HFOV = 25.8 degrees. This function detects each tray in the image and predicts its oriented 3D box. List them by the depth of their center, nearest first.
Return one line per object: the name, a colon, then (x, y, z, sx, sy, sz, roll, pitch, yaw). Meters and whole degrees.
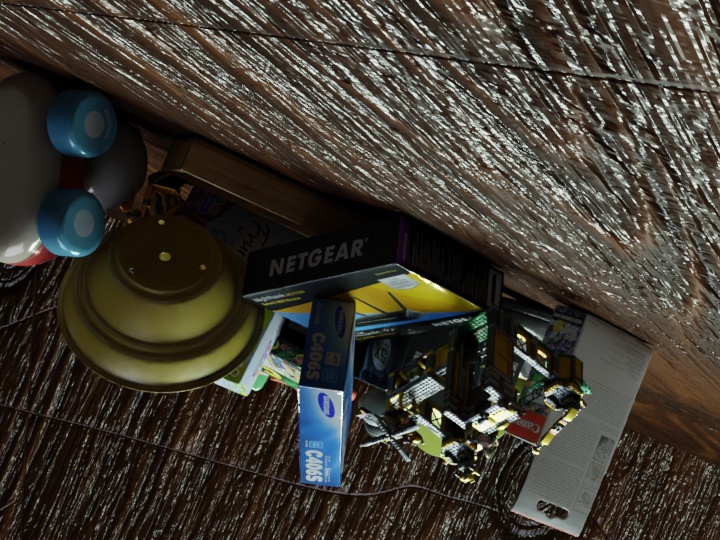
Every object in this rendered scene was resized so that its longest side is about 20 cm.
tray: (-0.084, -0.070, 1.496, 0.199, 0.037, 0.099, 24, 176, -18)

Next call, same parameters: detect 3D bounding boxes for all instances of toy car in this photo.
toy car: (-0.271, -0.088, 1.511, 0.183, 0.178, 0.199, 5, 179, 38)

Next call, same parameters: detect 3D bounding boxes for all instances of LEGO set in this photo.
LEGO set: (0.107, 0.136, 1.438, 0.199, 0.116, 0.154, -25, 126, 29)

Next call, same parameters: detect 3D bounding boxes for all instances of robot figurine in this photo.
robot figurine: (-0.157, -0.036, 1.678, 0.199, 0.146, 0.058, 14, 170, 4)

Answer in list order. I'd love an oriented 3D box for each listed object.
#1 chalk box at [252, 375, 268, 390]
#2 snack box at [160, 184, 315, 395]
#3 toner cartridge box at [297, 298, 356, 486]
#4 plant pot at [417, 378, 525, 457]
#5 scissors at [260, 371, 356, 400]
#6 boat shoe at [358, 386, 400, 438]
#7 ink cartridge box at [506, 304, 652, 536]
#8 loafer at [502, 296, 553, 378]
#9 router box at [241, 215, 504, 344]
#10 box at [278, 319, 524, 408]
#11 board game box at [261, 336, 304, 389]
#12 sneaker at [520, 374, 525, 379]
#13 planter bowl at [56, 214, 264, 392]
chalk box: (-0.097, 0.036, 1.779, 0.124, 0.201, 0.124, 24, 175, -28)
snack box: (-0.135, 0.007, 1.586, 0.141, 0.201, 0.053, 22, 164, 13)
toner cartridge box: (-0.032, 0.119, 1.497, 0.043, 0.096, 0.200, 6, 148, 2)
plant pot: (0.085, 0.098, 1.936, 0.187, 0.188, 0.200, 18, 158, 50)
scissors: (-0.101, 0.116, 1.746, 0.199, 0.014, 0.073, 8, 152, -1)
boat shoe: (0.040, 0.157, 1.767, 0.075, 0.061, 0.200, 5, -165, 11)
ink cartridge box: (0.202, 0.147, 1.532, 0.109, 0.201, 0.050, 26, 174, -38)
loafer: (0.191, 0.082, 1.667, 0.199, 0.073, 0.073, 27, 176, -33)
router box: (0.010, 0.013, 1.465, 0.199, 0.051, 0.149, -13, 151, 42)
box: (0.040, 0.083, 1.640, 0.163, 0.087, 0.199, 24, 177, -41)
board game box: (-0.118, 0.075, 1.642, 0.199, 0.024, 0.105, 26, 165, 17)
sneaker: (0.189, 0.094, 1.832, 0.199, 0.079, 0.090, 23, -177, 22)
planter bowl: (-0.185, 0.009, 1.479, 0.199, 0.201, 0.084, 22, 141, 9)
